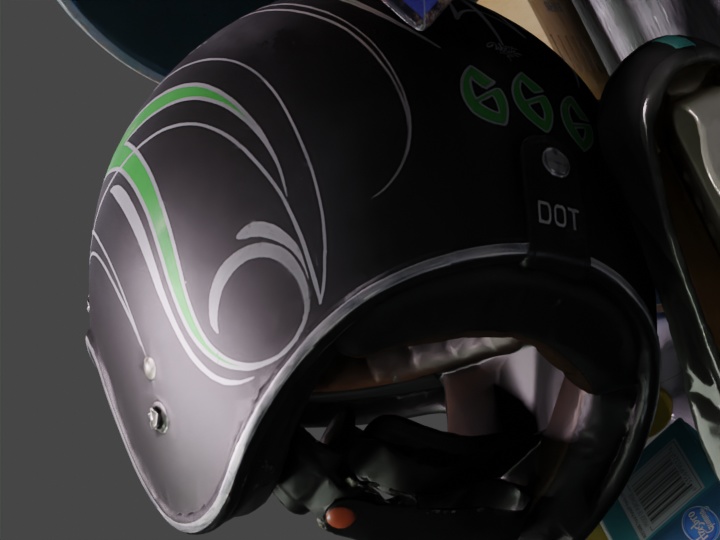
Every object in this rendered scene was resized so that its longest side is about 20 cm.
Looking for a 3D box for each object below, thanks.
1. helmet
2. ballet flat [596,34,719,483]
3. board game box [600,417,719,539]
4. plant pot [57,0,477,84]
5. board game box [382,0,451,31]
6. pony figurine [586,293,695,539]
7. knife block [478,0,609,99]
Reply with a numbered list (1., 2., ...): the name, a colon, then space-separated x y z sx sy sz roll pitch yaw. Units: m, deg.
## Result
1. helmet: 0.000 0.000 0.882 0.200 0.200 0.191 61 -179 -42
2. ballet flat: 0.128 0.020 0.790 0.200 0.068 0.068 63 169 5
3. board game box: 0.175 0.157 0.875 0.200 0.047 0.151 42 -168 -26
4. plant pot: -0.051 -0.166 1.006 0.200 0.200 0.134 63 167 -15
5. board game box: -0.017 -0.174 0.814 0.159 0.097 0.200 40 -173 -12
6. pony figurine: 0.079 0.053 1.028 0.200 0.193 0.167 -133 25 -71
7. knife block: 0.032 -0.069 1.255 0.200 0.175 0.064 63 -155 9
